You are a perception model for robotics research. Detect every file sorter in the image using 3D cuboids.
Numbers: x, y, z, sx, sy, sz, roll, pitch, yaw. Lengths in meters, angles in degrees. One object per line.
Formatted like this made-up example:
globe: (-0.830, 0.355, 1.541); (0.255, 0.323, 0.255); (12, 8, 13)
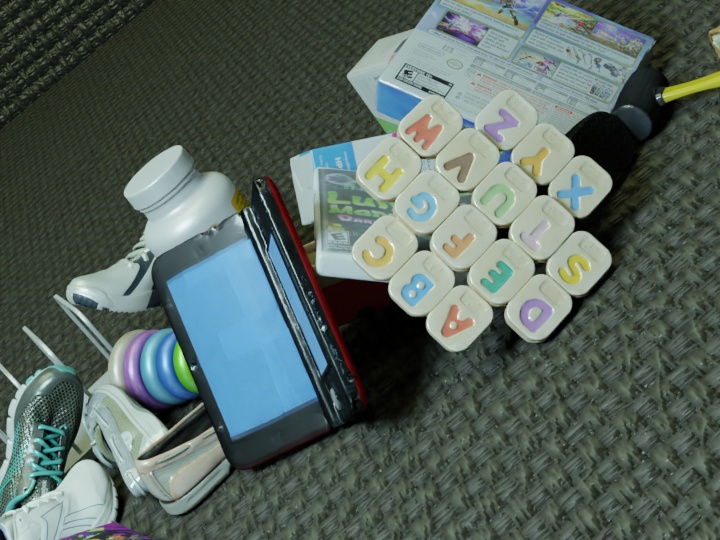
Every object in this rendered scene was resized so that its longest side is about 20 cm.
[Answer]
file sorter: (-0.335, 0.142, 1.667); (0.200, 0.125, 0.139); (-45, 22, -11)

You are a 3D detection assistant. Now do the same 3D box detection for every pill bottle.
pill bottle: (-0.139, -0.023, 1.563); (0.104, 0.200, 0.104); (-32, 22, 15)

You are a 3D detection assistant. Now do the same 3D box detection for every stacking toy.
stacking toy: (-0.150, 0.089, 1.549); (0.199, 0.086, 0.086); (-10, 35, 40)

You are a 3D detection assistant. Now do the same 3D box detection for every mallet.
mallet: (0.296, -0.153, 1.340); (0.199, 0.041, 0.066); (-9, 35, 46)

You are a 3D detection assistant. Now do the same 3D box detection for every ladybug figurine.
ladybug figurine: (0.000, 0.000, 1.421); (0.199, 0.072, 0.136); (-22, 7, -9)

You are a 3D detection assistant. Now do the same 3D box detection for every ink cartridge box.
ink cartridge box: (0.044, -0.095, 1.493); (0.198, 0.069, 0.115); (-12, 3, -12)
ink cartridge box: (0.090, -0.187, 1.622); (0.067, 0.117, 0.199); (-48, 23, -27)

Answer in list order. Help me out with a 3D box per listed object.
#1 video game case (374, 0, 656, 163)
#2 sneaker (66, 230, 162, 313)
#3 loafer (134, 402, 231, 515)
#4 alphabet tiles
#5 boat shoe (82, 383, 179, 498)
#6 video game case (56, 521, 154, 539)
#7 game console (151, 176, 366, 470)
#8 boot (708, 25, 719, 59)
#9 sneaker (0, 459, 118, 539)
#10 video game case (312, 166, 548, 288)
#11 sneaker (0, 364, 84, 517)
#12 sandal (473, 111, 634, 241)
video game case: (0.141, -0.177, 1.453); (0.182, 0.199, 0.046); (-56, -16, -33)
sneaker: (-0.215, -0.028, 1.673); (0.198, 0.131, 0.079); (-5, 7, -29)
loafer: (-0.116, 0.125, 1.426); (0.200, 0.063, 0.072); (-48, 24, -19)
alphabet tiles: (0.096, -0.042, 1.251); (0.196, 0.200, 0.015); (-45, -8, -15)
boat shoe: (-0.224, 0.162, 1.520); (0.065, 0.075, 0.202); (-41, 28, -16)
video game case: (-0.239, 0.259, 1.292); (0.180, 0.036, 0.199); (-14, 9, -28)
game console: (-0.088, 0.048, 1.310); (0.118, 0.201, 0.172); (-23, -7, -8)
boot: (0.385, -0.208, 1.232); (0.199, 0.066, 0.175); (-30, 10, 0)
sneaker: (-0.284, 0.237, 1.451); (0.074, 0.087, 0.201); (-27, 24, 33)
video game case: (0.060, -0.034, 1.332); (0.198, 0.024, 0.182); (5, 25, -5)
sneaker: (-0.307, 0.192, 1.548); (0.091, 0.077, 0.202); (31, 104, 56)
sandal: (0.157, -0.065, 1.328); (0.200, 0.075, 0.045); (-37, 4, -39)
